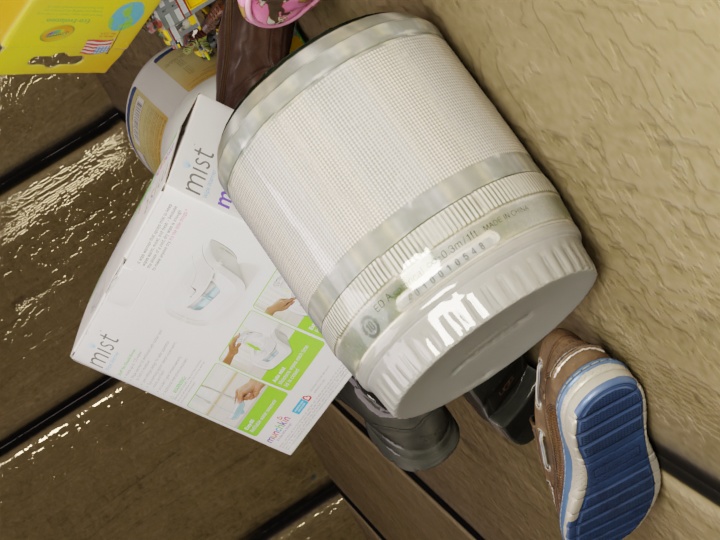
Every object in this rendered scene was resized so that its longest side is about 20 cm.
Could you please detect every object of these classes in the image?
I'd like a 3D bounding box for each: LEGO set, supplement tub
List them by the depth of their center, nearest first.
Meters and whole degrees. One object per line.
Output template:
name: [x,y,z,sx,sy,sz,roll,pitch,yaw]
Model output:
LEGO set: [-0.136,-0.210,1.419,0.200,0.115,0.154,48,167,49]
supplement tub: [-0.123,-0.122,1.561,0.145,0.144,0.200,63,170,-28]

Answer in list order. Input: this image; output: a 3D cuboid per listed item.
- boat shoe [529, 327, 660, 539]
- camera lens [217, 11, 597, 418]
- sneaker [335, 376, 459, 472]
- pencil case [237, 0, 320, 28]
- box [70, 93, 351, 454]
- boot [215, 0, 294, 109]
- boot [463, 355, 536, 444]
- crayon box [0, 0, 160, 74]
boat shoe: [0.151,0.111,1.132,0.201,0.072,0.073,84,159,-48]
camera lens: [0.023,-0.036,1.006,0.201,0.159,0.160,55,171,16]
sneaker: [-0.007,0.066,1.304,0.199,0.076,0.091,31,155,27]
pencil case: [-0.092,-0.257,1.147,0.200,0.082,0.087,55,159,21]
box: [-0.078,0.010,1.161,0.176,0.097,0.200,25,136,-10]
boot: [-0.096,-0.115,1.262,0.064,0.186,0.201,20,-136,-28]
boot: [0.050,0.044,1.291,0.174,0.069,0.200,31,157,37]
crayon box: [-0.195,-0.226,1.264,0.127,0.200,0.051,-8,-122,-50]
